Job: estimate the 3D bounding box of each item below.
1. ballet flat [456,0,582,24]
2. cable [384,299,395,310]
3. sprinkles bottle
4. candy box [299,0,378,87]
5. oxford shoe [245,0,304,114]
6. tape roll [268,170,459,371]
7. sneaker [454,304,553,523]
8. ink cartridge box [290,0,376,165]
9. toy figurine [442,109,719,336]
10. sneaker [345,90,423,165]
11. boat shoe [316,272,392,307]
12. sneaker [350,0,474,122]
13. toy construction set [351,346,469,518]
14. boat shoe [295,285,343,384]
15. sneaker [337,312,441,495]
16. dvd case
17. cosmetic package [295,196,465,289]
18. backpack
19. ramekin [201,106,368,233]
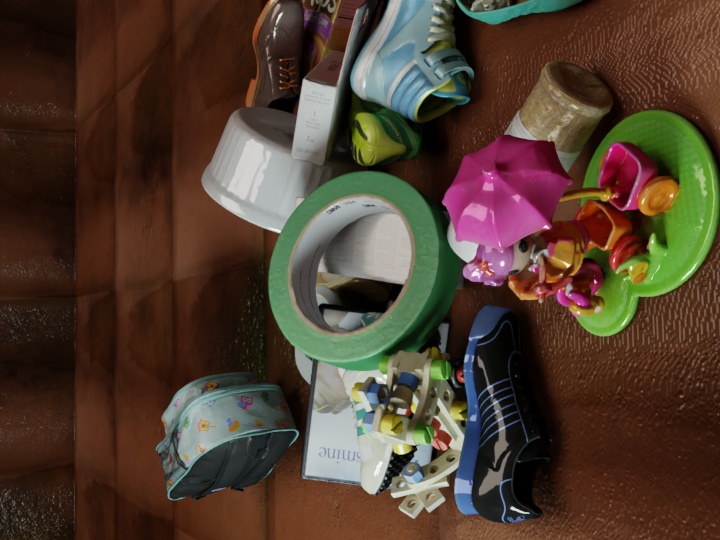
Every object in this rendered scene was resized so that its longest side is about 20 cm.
[{"bbox_3d":[0.150,-0.265,0.849,0.200,0.070,0.067,0,88,62],"label":"ballet flat"},{"bbox_3d":[-0.006,0.127,1.129,0.050,0.097,0.200,25,127,15],"label":"cable"},{"bbox_3d":[0.148,-0.090,0.849,0.200,0.068,0.068,-62,38,41],"label":"sprinkles bottle"},{"bbox_3d":[-0.035,-0.333,1.220,0.117,0.056,0.200,62,140,43],"label":"candy box"},{"bbox_3d":[-0.098,-0.264,1.219,0.073,0.071,0.200,55,147,35],"label":"oxford shoe"},{"bbox_3d":[0.000,0.000,0.954,0.200,0.048,0.201,-10,69,28],"label":"tape roll"},{"bbox_3d":[0.140,0.131,0.872,0.078,0.070,0.200,-1,79,35],"label":"sneaker"},{"bbox_3d":[-0.028,-0.234,1.096,0.200,0.045,0.176,-71,-6,-67],"label":"ink cartridge box"},{"bbox_3d":[0.145,-0.034,0.731,0.150,0.184,0.200,59,139,46],"label":"toy figurine"},{"bbox_3d":[0.028,-0.165,1.080,0.200,0.083,0.074,-101,19,-60],"label":"sneaker"},{"bbox_3d":[-0.011,0.008,1.160,0.200,0.074,0.066,-14,53,61],"label":"boat shoe"},{"bbox_3d":[0.086,-0.245,0.983,0.131,0.080,0.200,39,111,32],"label":"sneaker"},{"bbox_3d":[0.064,0.153,0.901,0.092,0.131,0.200,10,141,27],"label":"toy construction set"},{"bbox_3d":[-0.041,0.071,1.157,0.071,0.064,0.200,41,151,17],"label":"boat shoe"},{"bbox_3d":[0.018,0.136,0.994,0.093,0.070,0.200,22,111,26],"label":"sneaker"},{"bbox_3d":[0.014,0.141,1.029,0.018,0.143,0.200,-82,-2,-79],"label":"dvd case"},{"bbox_3d":[0.018,-0.031,1.024,0.200,0.051,0.083,9,95,34],"label":"cosmetic package"},{"bbox_3d":[-0.192,0.233,1.371,0.200,0.176,0.153,-43,56,48],"label":"backpack"},{"bbox_3d":[-0.087,-0.125,1.167,0.200,0.200,0.098,51,126,51],"label":"ramekin"}]
